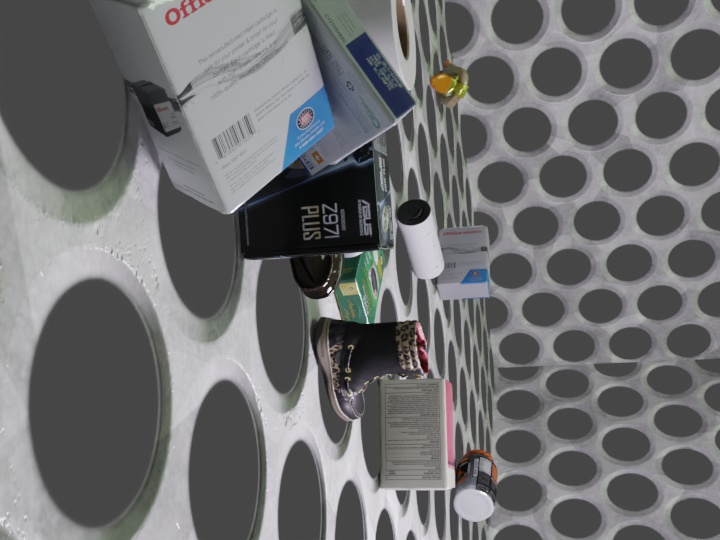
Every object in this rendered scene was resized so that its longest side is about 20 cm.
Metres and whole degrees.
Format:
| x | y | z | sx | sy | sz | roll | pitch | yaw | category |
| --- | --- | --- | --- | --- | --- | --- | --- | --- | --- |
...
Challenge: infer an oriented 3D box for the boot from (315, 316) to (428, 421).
| x | y | z | sx | sy | sz | roll | pitch | yaw | category |
| --- | --- | --- | --- | --- | --- | --- | --- | --- | --- |
| 0.025 | 0.145 | 1.238 | 0.073 | 0.150 | 0.201 | -77 | 158 | -51 | boot |

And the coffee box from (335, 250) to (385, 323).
| x | y | z | sx | sy | sz | roll | pitch | yaw | category |
| --- | --- | --- | --- | --- | --- | --- | --- | --- | --- |
| 0.000 | 0.000 | 1.406 | 0.200 | 0.044 | 0.123 | -78 | 159 | -50 | coffee box |

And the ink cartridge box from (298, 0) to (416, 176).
| x | y | z | sx | sy | sz | roll | pitch | yaw | category |
| --- | --- | --- | --- | --- | --- | --- | --- | --- | --- |
| -0.056 | -0.203 | 0.825 | 0.041 | 0.200 | 0.200 | -41 | 101 | -25 | ink cartridge box |

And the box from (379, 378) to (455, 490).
| x | y | z | sx | sy | sz | roll | pitch | yaw | category |
| --- | --- | --- | --- | --- | --- | --- | --- | --- | --- |
| 0.107 | 0.307 | 1.584 | 0.109 | 0.127 | 0.201 | 43 | 45 | -72 | box |

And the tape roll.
| x | y | z | sx | sy | sz | roll | pitch | yaw | category |
| --- | --- | --- | --- | --- | --- | --- | --- | --- | --- |
| 0.002 | -0.375 | 1.321 | 0.203 | 0.138 | 0.204 | -3 | 90 | -76 | tape roll |

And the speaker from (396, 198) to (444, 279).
| x | y | z | sx | sy | sz | roll | pitch | yaw | category |
| --- | --- | --- | --- | --- | --- | --- | --- | --- | --- |
| 0.138 | -0.070 | 1.924 | 0.200 | 0.081 | 0.082 | 69 | 22 | -50 | speaker |

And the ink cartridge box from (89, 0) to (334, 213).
| x | y | z | sx | sy | sz | roll | pitch | yaw | category |
| --- | --- | --- | --- | --- | --- | --- | --- | --- | --- |
| -0.118 | -0.176 | 0.722 | 0.145 | 0.084 | 0.201 | -43 | 139 | -26 | ink cartridge box |

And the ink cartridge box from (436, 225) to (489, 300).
| x | y | z | sx | sy | sz | roll | pitch | yaw | category |
| --- | --- | --- | --- | --- | --- | --- | --- | --- | --- |
| 0.297 | -0.022 | 2.433 | 0.084 | 0.144 | 0.201 | 68 | 22 | -52 | ink cartridge box |

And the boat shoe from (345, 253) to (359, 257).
| x | y | z | sx | sy | sz | roll | pitch | yaw | category |
| --- | --- | --- | --- | --- | --- | --- | --- | --- | --- |
| -0.022 | -0.101 | 1.316 | 0.201 | 0.073 | 0.066 | -93 | 166 | -50 | boat shoe |

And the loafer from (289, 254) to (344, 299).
| x | y | z | sx | sy | sz | roll | pitch | yaw | category |
| --- | --- | --- | --- | --- | --- | --- | --- | --- | --- |
| -0.071 | -0.062 | 1.100 | 0.071 | 0.073 | 0.201 | 16 | 65 | -65 | loafer |

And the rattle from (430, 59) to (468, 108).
| x | y | z | sx | sy | sz | roll | pitch | yaw | category |
| --- | --- | --- | --- | --- | --- | --- | --- | --- | --- |
| 0.245 | -0.607 | 2.637 | 0.130 | 0.142 | 0.201 | 118 | -32 | -46 | rattle |

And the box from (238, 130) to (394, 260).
| x | y | z | sx | sy | sz | roll | pitch | yaw | category |
| --- | --- | --- | --- | --- | --- | --- | --- | --- | --- |
| -0.053 | -0.117 | 0.966 | 0.086 | 0.163 | 0.201 | -3 | 90 | -77 | box |

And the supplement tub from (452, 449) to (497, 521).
| x | y | z | sx | sy | sz | roll | pitch | yaw | category |
| --- | --- | --- | --- | --- | --- | --- | --- | --- | --- |
| 0.334 | 0.617 | 2.453 | 0.200 | 0.122 | 0.123 | -65 | 148 | -63 | supplement tub |
